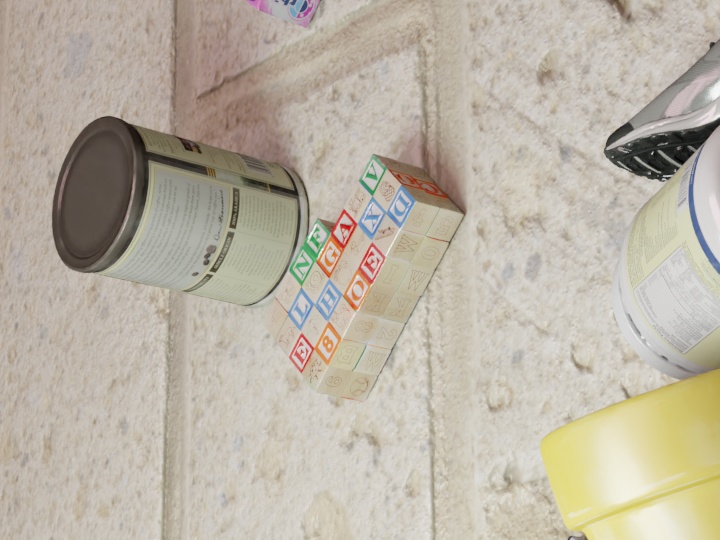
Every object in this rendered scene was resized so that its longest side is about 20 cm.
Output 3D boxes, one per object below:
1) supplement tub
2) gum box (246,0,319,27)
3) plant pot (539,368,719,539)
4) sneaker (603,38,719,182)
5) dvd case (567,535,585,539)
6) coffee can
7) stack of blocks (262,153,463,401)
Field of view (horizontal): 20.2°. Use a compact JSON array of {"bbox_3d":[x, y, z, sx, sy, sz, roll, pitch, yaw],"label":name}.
[{"bbox_3d":[0.260,-0.012,1.359,0.200,0.144,0.146,124,146,-65],"label":"supplement tub"},{"bbox_3d":[-0.097,-0.339,2.020,0.200,0.066,0.114,45,113,48],"label":"gum box"},{"bbox_3d":[0.241,0.173,1.346,0.201,0.200,0.190,-30,73,44],"label":"plant pot"},{"bbox_3d":[0.266,-0.128,1.499,0.200,0.074,0.080,-29,48,37],"label":"sneaker"},{"bbox_3d":[0.188,0.309,1.500,0.200,0.017,0.143,39,110,49],"label":"dvd case"},{"bbox_3d":[-0.171,-0.052,1.918,0.146,0.199,0.147,-20,63,48],"label":"coffee can"},{"bbox_3d":[0.000,0.000,1.800,0.200,0.058,0.115,-62,39,19],"label":"stack of blocks"}]
